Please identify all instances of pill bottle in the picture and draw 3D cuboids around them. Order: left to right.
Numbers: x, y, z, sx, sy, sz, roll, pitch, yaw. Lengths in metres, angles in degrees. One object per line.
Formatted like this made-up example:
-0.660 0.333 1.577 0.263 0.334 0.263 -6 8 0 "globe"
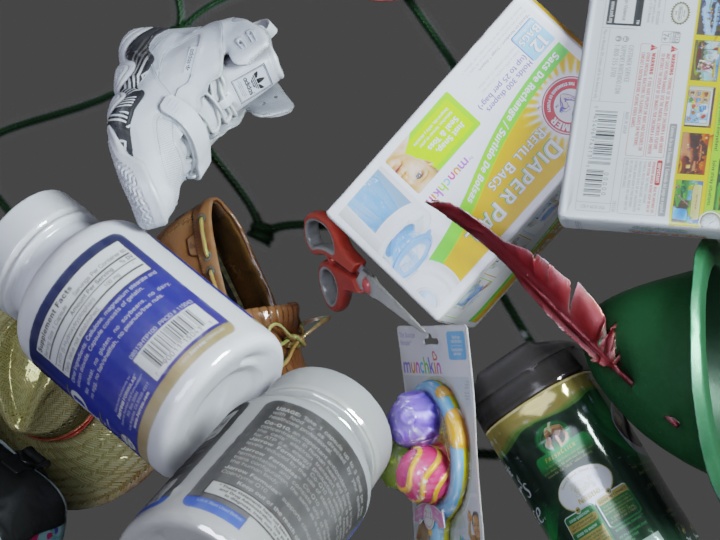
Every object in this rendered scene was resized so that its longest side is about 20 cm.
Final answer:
-0.160 0.037 1.583 0.200 0.120 0.120 38 97 24 "pill bottle"
-0.062 0.150 1.492 0.113 0.200 0.114 13 123 21 "pill bottle"

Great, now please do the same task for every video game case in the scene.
0.227 -0.116 1.480 0.181 0.023 0.201 5 70 16 "video game case"

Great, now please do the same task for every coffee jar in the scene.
0.152 0.141 1.552 0.085 0.104 0.201 -33 77 11 "coffee jar"

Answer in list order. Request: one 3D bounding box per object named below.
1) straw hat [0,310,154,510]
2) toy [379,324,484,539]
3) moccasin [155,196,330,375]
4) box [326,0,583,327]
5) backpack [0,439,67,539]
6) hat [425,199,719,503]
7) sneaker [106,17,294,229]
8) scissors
-0.225 0.071 1.682 0.200 0.085 0.202 -1 85 16 "straw hat"
0.041 0.139 1.573 0.047 0.115 0.201 -8 92 -23 "toy"
-0.070 0.041 1.645 0.078 0.074 0.202 -39 66 28 "moccasin"
0.092 -0.072 1.586 0.112 0.101 0.200 43 98 15 "box"
-0.312 0.211 1.654 0.177 0.150 0.201 33 128 22 "backpack"
0.152 0.061 1.528 0.175 0.166 0.201 -5 77 18 "hat"
-0.110 -0.112 1.627 0.114 0.075 0.200 -13 39 9 "sneaker"
0.000 0.000 1.578 0.014 0.200 0.074 -13 99 -17 "scissors"
